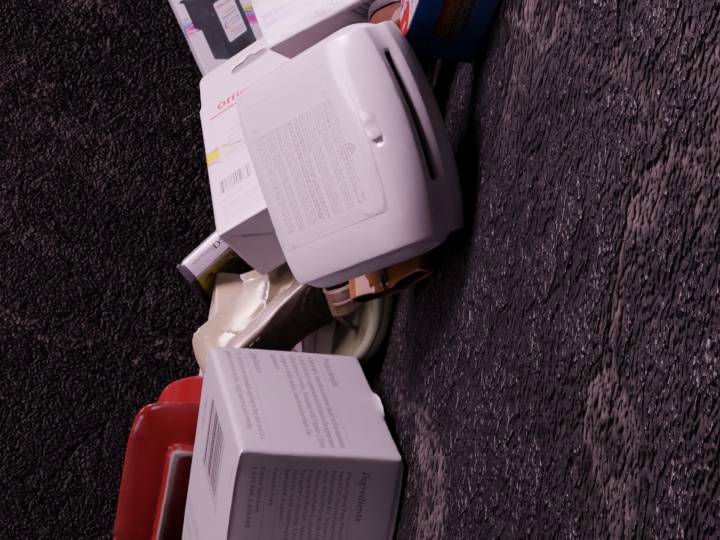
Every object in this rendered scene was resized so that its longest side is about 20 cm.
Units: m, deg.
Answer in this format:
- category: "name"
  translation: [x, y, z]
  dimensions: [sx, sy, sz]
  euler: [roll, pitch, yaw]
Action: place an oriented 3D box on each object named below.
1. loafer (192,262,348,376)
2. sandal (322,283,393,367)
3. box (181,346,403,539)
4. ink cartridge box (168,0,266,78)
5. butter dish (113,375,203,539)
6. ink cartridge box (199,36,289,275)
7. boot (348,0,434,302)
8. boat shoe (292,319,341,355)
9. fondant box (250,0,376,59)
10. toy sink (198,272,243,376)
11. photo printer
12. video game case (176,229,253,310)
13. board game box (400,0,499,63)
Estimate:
- category: "loafer"
  translation: [-0.066, 0.021, 1.729]
  dimensions: [0.068, 0.200, 0.076]
  euler: [37, 157, 32]
- category: "sandal"
  translation: [0.000, -0.001, 1.672]
  dimensions: [0.080, 0.057, 0.201]
  euler: [-91, 12, -46]
- category: "box"
  translation: [-0.059, 0.190, 1.620]
  dimensions: [0.199, 0.130, 0.200]
  euler: [-116, 33, -66]
- category: "ink cartridge box"
  translation: [-0.102, -0.249, 1.988]
  dimensions: [0.083, 0.145, 0.200]
  euler: [-125, 10, -79]
- category: "butter dish"
  translation: [-0.115, 0.158, 1.802]
  dimensions: [0.148, 0.199, 0.200]
  euler: [-104, 21, -50]
- category: "ink cartridge box"
  translation: [-0.067, -0.109, 1.727]
  dimensions: [0.116, 0.067, 0.200]
  euler: [-30, 44, 19]
- category: "boot"
  translation: [0.027, -0.092, 1.526]
  dimensions: [0.188, 0.068, 0.200]
  euler: [-31, 58, 52]
- category: "boat shoe"
  translation: [-0.048, 0.044, 1.817]
  dimensions: [0.200, 0.068, 0.072]
  euler: [-92, -6, -52]
- category: "fondant box"
  translation: [-0.034, -0.286, 1.610]
  dimensions: [0.058, 0.144, 0.200]
  euler: [16, -129, -64]
- category: "toy sink"
  translation: [-0.087, 0.119, 1.931]
  dimensions: [0.112, 0.130, 0.200]
  euler: [-95, 15, -54]
- category: "photo printer"
  translation: [-0.005, -0.082, 1.454]
  dimensions: [0.200, 0.069, 0.167]
  euler: [-22, 87, 62]
- category: "video game case"
  translation: [-0.094, -0.041, 1.978]
  dimensions: [0.181, 0.026, 0.200]
  euler: [-43, -7, -5]
- category: "board game box"
  translation: [0.074, -0.278, 1.391]
  dimensions: [0.200, 0.056, 0.196]
  euler: [111, 163, -61]
